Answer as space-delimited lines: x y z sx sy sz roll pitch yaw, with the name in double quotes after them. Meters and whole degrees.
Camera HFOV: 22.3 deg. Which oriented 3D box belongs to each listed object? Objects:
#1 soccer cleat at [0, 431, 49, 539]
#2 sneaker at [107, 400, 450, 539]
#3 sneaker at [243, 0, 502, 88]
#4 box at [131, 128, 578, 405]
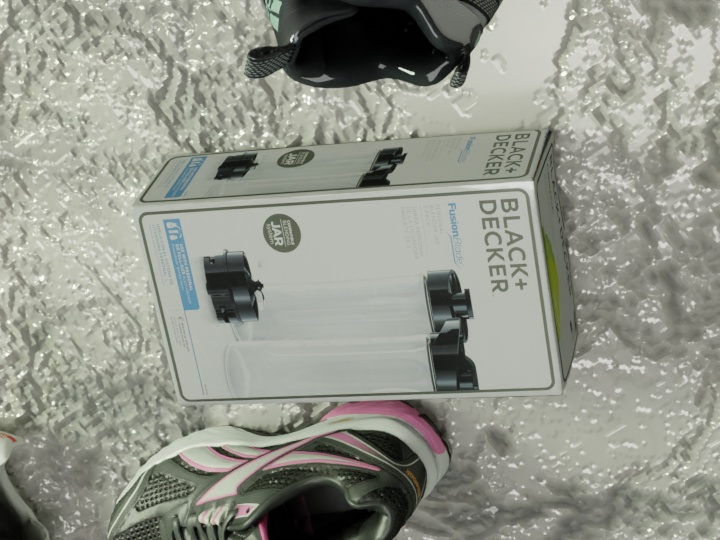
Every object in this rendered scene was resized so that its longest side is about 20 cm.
-0.213 0.175 1.033 0.085 0.069 0.201 2 112 18 "soccer cleat"
-0.055 0.126 0.954 0.199 0.086 0.081 -24 107 25 "sneaker"
-0.035 -0.135 0.778 0.199 0.140 0.078 18 144 6 "sneaker"
0.000 0.000 0.891 0.199 0.060 0.117 -2 116 15 "box"
